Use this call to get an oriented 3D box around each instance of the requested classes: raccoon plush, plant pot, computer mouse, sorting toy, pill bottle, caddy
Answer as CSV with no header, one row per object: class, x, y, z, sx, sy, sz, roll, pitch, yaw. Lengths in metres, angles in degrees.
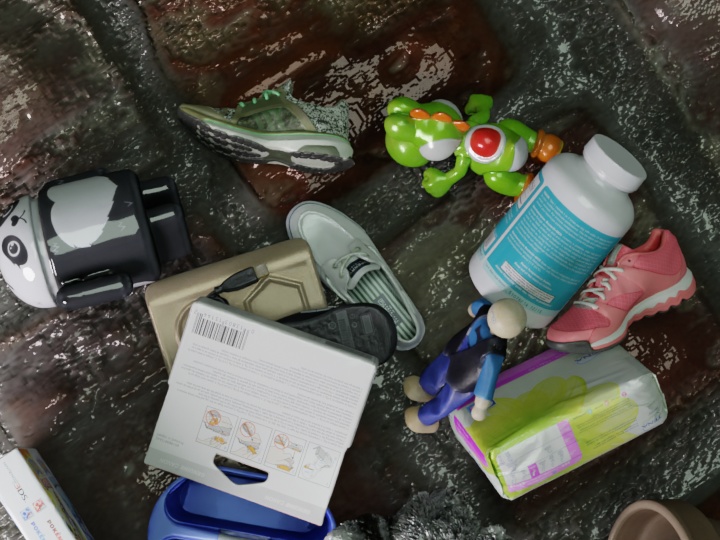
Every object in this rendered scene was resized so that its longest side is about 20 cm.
raccoon plush,0.076,0.304,1.560,0.198,0.134,0.098,-15,116,-31
plant pot,0.372,0.339,1.588,0.173,0.200,0.203,3,85,-21
computer mouse,-0.067,0.053,1.596,0.198,0.046,0.142,-18,97,6
sorting toy,-0.117,0.085,1.630,0.183,0.036,0.202,-17,93,-5
pill bottle,0.210,-0.044,1.594,0.110,0.111,0.201,38,115,0
caddy,-0.121,0.280,1.585,0.198,0.105,0.143,10,84,-3

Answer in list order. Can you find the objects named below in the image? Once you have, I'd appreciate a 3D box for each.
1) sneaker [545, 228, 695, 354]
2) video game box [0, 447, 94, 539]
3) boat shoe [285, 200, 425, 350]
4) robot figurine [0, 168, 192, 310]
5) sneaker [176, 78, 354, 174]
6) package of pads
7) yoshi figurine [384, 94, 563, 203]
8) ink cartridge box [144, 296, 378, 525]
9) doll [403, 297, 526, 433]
sneaker,0.268,0.019,1.626,0.199,0.073,0.088,-29,112,-27
video game box,-0.303,0.264,1.529,0.047,0.200,0.183,-35,89,-10
boat shoe,0.000,0.000,1.636,0.200,0.067,0.074,44,84,0
robot figurine,-0.280,-0.035,1.590,0.198,0.150,0.126,-14,99,-5
sneaker,-0.099,-0.164,1.650,0.198,0.077,0.090,11,72,-8
package of pads,0.203,0.146,1.591,0.198,0.155,0.069,-26,112,-6
yoshi figurine,0.110,-0.134,1.656,0.198,0.113,0.112,19,125,-16
ink cartridge box,-0.102,0.143,1.562,0.198,0.045,0.178,19,97,0
doll,0.112,0.095,1.568,0.048,0.200,0.138,17,48,-22
